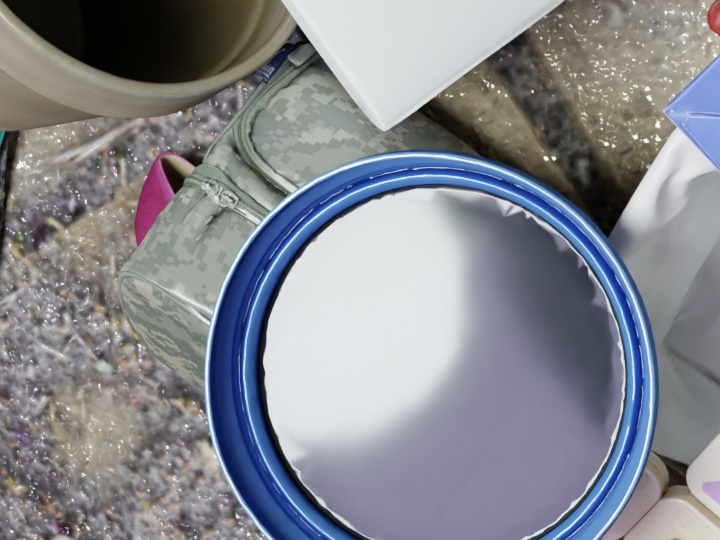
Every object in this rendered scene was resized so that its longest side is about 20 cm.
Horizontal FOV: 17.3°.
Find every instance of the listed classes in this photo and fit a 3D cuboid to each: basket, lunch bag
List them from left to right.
[{"bbox_3d":[0.000,0.000,1.150,0.200,0.168,0.139,34,162,10],"label":"lunch bag"},{"bbox_3d":[0.179,0.017,1.073,0.135,0.123,0.200,33,126,11],"label":"basket"}]

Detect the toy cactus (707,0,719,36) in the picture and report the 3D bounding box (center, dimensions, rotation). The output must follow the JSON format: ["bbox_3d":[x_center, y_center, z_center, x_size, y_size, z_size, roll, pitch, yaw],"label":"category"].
[{"bbox_3d":[0.142,-0.215,1.015,0.165,0.102,0.200,-41,88,18],"label":"toy cactus"}]

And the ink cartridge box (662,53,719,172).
[{"bbox_3d":[0.199,-0.110,0.950,0.044,0.200,0.094,46,127,2],"label":"ink cartridge box"}]

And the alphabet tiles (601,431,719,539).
[{"bbox_3d":[0.161,0.164,1.073,0.200,0.015,0.196,40,127,4],"label":"alphabet tiles"}]

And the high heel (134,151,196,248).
[{"bbox_3d":[-0.035,0.013,1.230,0.200,0.067,0.096,31,136,29],"label":"high heel"}]

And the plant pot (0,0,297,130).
[{"bbox_3d":[-0.148,-0.151,1.154,0.200,0.200,0.173,56,144,-5],"label":"plant pot"}]

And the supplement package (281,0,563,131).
[{"bbox_3d":[-0.005,-0.177,1.055,0.117,0.117,0.200,-36,96,1],"label":"supplement package"}]

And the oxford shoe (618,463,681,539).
[{"bbox_3d":[0.133,0.169,1.147,0.075,0.058,0.201,-9,100,26],"label":"oxford shoe"}]

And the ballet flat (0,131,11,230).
[{"bbox_3d":[-0.234,-0.051,1.321,0.072,0.072,0.201,28,124,15],"label":"ballet flat"}]

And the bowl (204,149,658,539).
[{"bbox_3d":[0.032,0.047,1.031,0.200,0.039,0.202,1,95,14],"label":"bowl"}]
